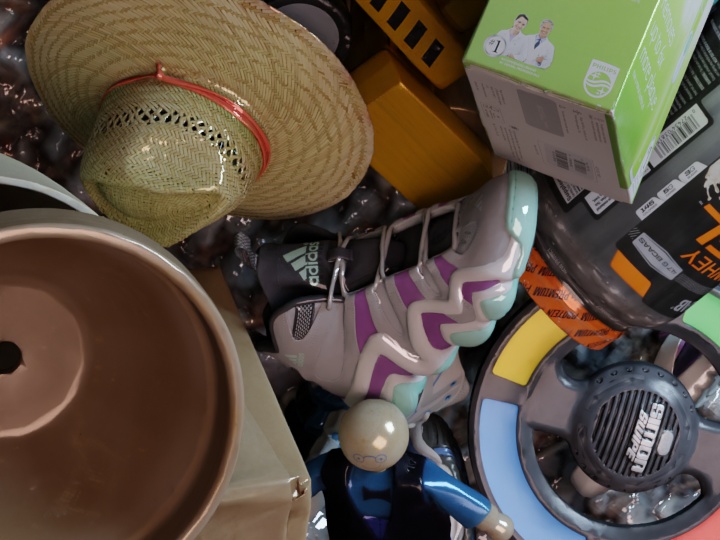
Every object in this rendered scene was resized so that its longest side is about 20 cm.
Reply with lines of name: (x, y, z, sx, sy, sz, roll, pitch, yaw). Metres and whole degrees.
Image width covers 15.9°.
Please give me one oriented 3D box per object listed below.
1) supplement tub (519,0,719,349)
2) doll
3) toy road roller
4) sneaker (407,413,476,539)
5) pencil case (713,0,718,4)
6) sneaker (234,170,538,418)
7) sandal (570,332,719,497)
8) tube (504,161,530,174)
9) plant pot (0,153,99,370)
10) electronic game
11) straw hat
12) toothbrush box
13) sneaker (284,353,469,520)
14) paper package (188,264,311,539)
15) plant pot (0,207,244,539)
supplement tub: (0.179, -0.053, 1.441, 0.200, 0.123, 0.122, -41, 120, 20)
doll: (0.021, 0.146, 1.472, 0.135, 0.049, 0.201, 5, 134, 17)
toy road roller: (0.036, -0.144, 1.394, 0.145, 0.123, 0.200, -32, 123, 22)
sneaker: (0.035, 0.187, 1.580, 0.076, 0.076, 0.202, -2, 101, 5)
pencil case: (0.182, -0.173, 1.478, 0.198, 0.092, 0.086, -4, 112, -20)
sneaker: (0.000, 0.000, 1.386, 0.139, 0.078, 0.200, 22, 133, -15)
sandal: (0.200, 0.058, 1.599, 0.203, 0.082, 0.050, -43, 76, -5)
tube: (0.143, -0.065, 1.537, 0.198, 0.052, 0.058, -7, 155, -21)
plant pot: (-0.220, 0.006, 1.341, 0.186, 0.200, 0.189, -7, 114, -17)
electronic game: (0.163, 0.094, 1.542, 0.198, 0.042, 0.202, 0, 100, -2)
straw hat: (-0.100, -0.060, 1.359, 0.201, 0.200, 0.085, 47, 48, -29)
toothbrush box: (0.134, -0.157, 1.326, 0.086, 0.146, 0.201, 19, 77, 14)
sneaker: (0.017, 0.076, 1.528, 0.086, 0.075, 0.201, 27, 100, -26)
paper package: (-0.107, 0.127, 1.413, 0.103, 0.200, 0.192, -6, 129, -18)
plant pot: (-0.161, 0.058, 1.218, 0.199, 0.093, 0.202, -7, 112, -17)
